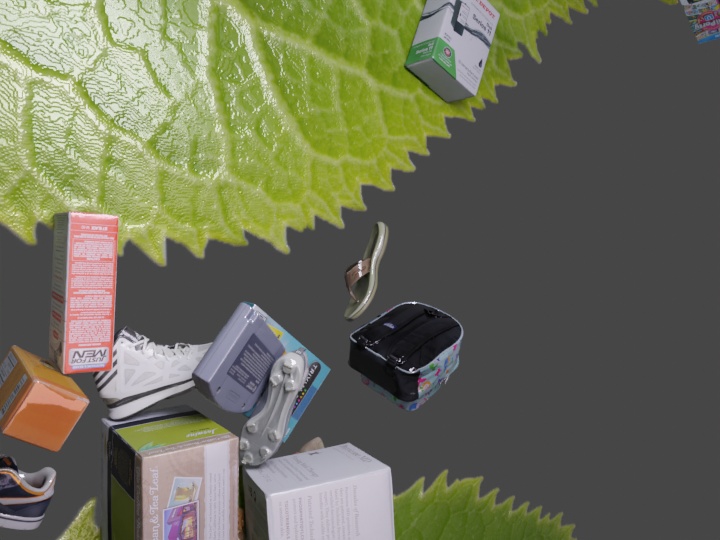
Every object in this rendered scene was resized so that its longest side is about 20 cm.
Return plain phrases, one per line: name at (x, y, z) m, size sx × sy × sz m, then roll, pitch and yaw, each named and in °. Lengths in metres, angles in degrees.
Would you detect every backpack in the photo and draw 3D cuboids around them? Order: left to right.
backpack at (0.095, 0.154, 1.083) m, size 0.200 × 0.177 × 0.151 m, roll -34°, pitch 135°, yaw -36°

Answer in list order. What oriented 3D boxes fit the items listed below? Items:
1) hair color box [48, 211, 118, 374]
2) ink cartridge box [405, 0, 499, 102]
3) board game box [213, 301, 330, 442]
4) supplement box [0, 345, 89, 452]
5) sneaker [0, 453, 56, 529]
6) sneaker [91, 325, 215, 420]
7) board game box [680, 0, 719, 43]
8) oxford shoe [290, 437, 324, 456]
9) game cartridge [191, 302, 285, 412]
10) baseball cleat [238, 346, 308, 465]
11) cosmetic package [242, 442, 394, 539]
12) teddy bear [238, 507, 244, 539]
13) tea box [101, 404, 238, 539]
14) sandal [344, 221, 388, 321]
hair color box at (-0.368, 0.025, 0.752) m, size 0.064 × 0.111 × 0.201 m, roll 3°, pitch 92°, yaw -37°
ink cartridge box at (0.192, -0.475, 1.166) m, size 0.146 × 0.083 × 0.201 m, roll 25°, pitch 77°, yaw -37°
board game box at (-0.163, 0.173, 0.961) m, size 0.200 × 0.047 × 0.151 m, roll 46°, pitch 67°, yaw -30°
supplement box at (-0.394, 0.148, 0.684) m, size 0.066 × 0.200 × 0.069 m, roll 37°, pitch 75°, yaw -34°
sneaker at (-0.483, 0.266, 0.703) m, size 0.200 × 0.078 × 0.080 m, roll 31°, pitch 79°, yaw -46°
sneaker at (-0.289, 0.123, 0.821) m, size 0.200 × 0.076 × 0.116 m, roll -25°, pitch 106°, yaw -13°
board game box at (1.150, -0.852, 1.841) m, size 0.200 × 0.147 × 0.064 m, roll 40°, pitch 69°, yaw -32°
oxford shoe at (-0.054, 0.399, 1.048) m, size 0.075 × 0.070 × 0.201 m, roll -38°, pitch 115°, yaw -32°
game cartridge at (-0.175, 0.139, 0.831) m, size 0.133 × 0.041 × 0.200 m, roll -54°, pitch 162°, yaw -17°
baseball cleat at (-0.129, 0.218, 0.918) m, size 0.201 × 0.070 × 0.106 m, roll -63°, pitch 171°, yaw 13°
cosmetic package at (-0.070, 0.393, 0.908) m, size 0.199 × 0.167 × 0.167 m, roll -4°, pitch 89°, yaw -25°
teddy bear at (-0.243, 0.480, 0.908) m, size 0.200 × 0.067 × 0.145 m, roll -50°, pitch 124°, yaw -24°
tea box at (-0.271, 0.316, 0.794) m, size 0.133 × 0.196 × 0.201 m, roll -1°, pitch 95°, yaw -38°
sandal at (0.000, -0.001, 1.066) m, size 0.057 × 0.080 × 0.202 m, roll 21°, pitch 74°, yaw -19°
